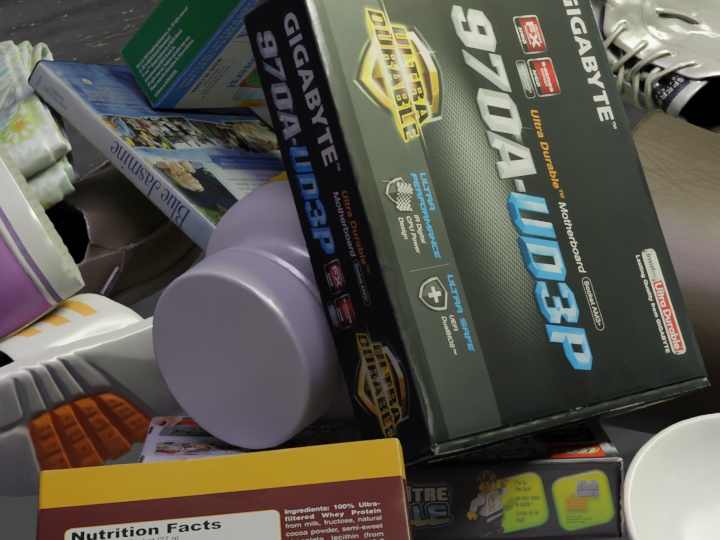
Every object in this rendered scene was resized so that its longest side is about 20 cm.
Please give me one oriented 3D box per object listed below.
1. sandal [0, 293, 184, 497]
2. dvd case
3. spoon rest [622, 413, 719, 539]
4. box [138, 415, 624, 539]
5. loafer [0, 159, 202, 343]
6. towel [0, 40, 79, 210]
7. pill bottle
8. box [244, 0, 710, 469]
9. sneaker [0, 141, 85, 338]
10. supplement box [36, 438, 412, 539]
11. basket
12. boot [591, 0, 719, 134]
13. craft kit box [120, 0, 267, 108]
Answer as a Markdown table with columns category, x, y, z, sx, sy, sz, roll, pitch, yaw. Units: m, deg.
| category | x | y | z | sx | sy | sz | roll | pitch | yaw |
| --- | --- | --- | --- | --- | --- | --- | --- | --- | --- |
| sandal | -0.120 | 0.045 | 1.057 | 0.207 | 0.079 | 0.059 | -22 | 42 | -32 |
| dvd case | -0.062 | -0.043 | 1.106 | 0.200 | 0.018 | 0.143 | 42 | 23 | 26 |
| spoon rest | 0.173 | 0.142 | 0.863 | 0.099 | 0.061 | 0.200 | -13 | 61 | -14 |
| box | 0.006 | 0.087 | 0.924 | 0.200 | 0.035 | 0.110 | -2 | 9 | -1 |
| loafer | -0.144 | -0.016 | 1.128 | 0.076 | 0.068 | 0.200 | 20 | 46 | 26 |
| towel | -0.246 | -0.047 | 1.134 | 0.200 | 0.048 | 0.171 | -28 | 27 | 0 |
| pill bottle | 0.000 | 0.000 | 0.958 | 0.111 | 0.111 | 0.200 | 21 | 34 | 27 |
| box | 0.050 | -0.028 | 0.897 | 0.159 | 0.046 | 0.200 | -9 | 80 | -38 |
| sneaker | -0.229 | -0.049 | 1.025 | 0.114 | 0.073 | 0.200 | -31 | 77 | 0 |
| supplement box | -0.038 | 0.201 | 0.766 | 0.133 | 0.197 | 0.200 | -5 | 41 | -1 |
| basket | 0.208 | 0.024 | 1.005 | 0.200 | 0.136 | 0.180 | 17 | 43 | 19 |
| boot | 0.156 | -0.123 | 1.187 | 0.200 | 0.074 | 0.096 | 4 | 40 | -24 |
| craft kit box | 0.002 | -0.165 | 1.139 | 0.197 | 0.200 | 0.049 | -2 | 54 | -51 |
